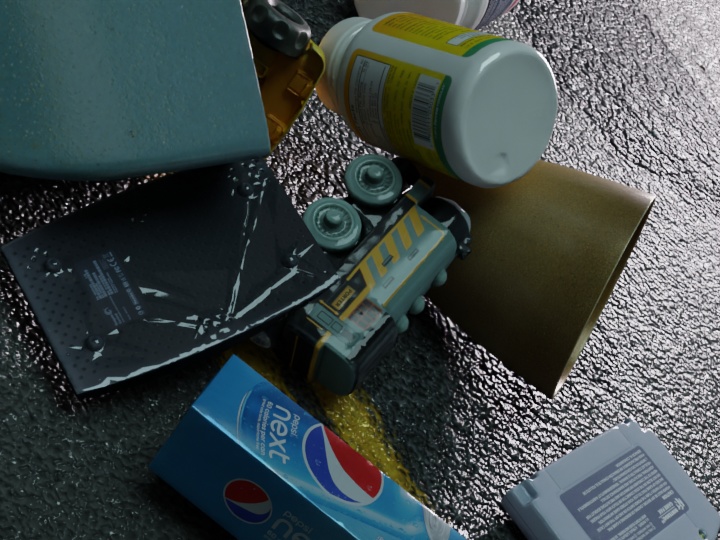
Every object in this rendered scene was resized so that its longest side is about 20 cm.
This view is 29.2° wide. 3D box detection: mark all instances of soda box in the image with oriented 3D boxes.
[{"bbox_3d":[-0.029,0.149,0.866,0.199,0.068,0.064,38,36,-1],"label":"soda box"}]

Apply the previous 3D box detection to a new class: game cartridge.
[{"bbox_3d":[0.207,0.200,1.098,0.199,0.041,0.133,-17,60,-49],"label":"game cartridge"}]

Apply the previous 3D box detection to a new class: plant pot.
[{"bbox_3d":[0.118,-0.024,1.156,0.198,0.188,0.186,29,34,11],"label":"plant pot"},{"bbox_3d":[-0.198,-0.156,0.945,0.198,0.196,0.198,-15,102,-19],"label":"plant pot"}]

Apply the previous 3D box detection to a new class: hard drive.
[{"bbox_3d":[-0.129,0.004,0.943,0.198,0.042,0.136,-24,66,-24],"label":"hard drive"}]

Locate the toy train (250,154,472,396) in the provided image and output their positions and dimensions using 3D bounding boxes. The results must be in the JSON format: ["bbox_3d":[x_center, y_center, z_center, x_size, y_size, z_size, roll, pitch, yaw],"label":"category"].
[{"bbox_3d":[0.000,0.000,1.046,0.114,0.085,0.200,37,60,10],"label":"toy train"}]

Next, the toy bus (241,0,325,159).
[{"bbox_3d":[-0.129,-0.205,1.170,0.199,0.136,0.192,34,19,-10],"label":"toy bus"}]

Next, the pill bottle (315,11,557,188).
[{"bbox_3d":[0.052,-0.143,1.101,0.112,0.114,0.199,1,16,-41],"label":"pill bottle"}]

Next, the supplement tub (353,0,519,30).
[{"bbox_3d":[0.089,-0.314,1.455,0.140,0.141,0.200,43,35,5],"label":"supplement tub"}]
